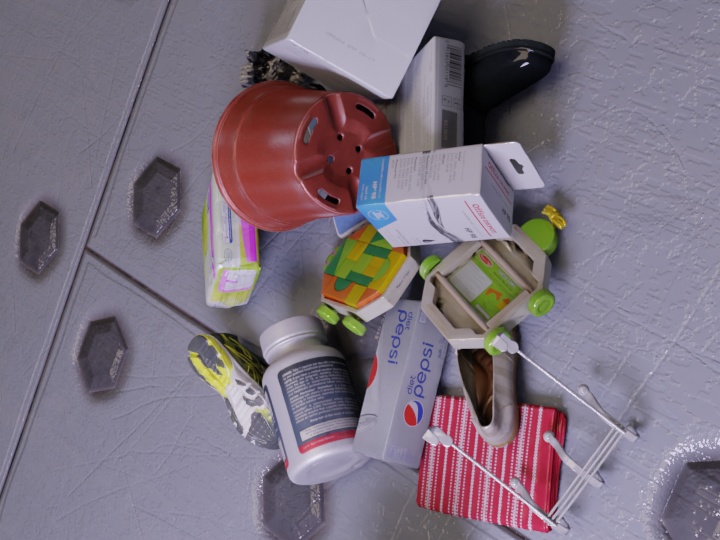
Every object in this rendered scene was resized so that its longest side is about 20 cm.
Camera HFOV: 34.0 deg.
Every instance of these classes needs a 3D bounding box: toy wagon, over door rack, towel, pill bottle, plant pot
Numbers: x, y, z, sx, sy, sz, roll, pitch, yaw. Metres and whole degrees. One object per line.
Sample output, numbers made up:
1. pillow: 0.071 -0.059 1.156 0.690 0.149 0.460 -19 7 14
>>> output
1. toy wagon: 0.000 0.000 1.550 0.156 0.040 0.199 -55 32 -11
2. over door rack: 0.192 0.179 1.329 0.199 0.067 0.149 35 100 0
3. towel: 0.156 0.230 1.430 0.198 0.022 0.147 2 83 41
4. pill bottle: -0.065 0.168 1.564 0.119 0.119 0.202 -34 62 30
5. plant pot: -0.064 -0.148 1.515 0.194 0.198 0.204 8 87 60
6. toy wagon: 0.168 0.005 1.413 0.199 0.040 0.155 -40 51 -1

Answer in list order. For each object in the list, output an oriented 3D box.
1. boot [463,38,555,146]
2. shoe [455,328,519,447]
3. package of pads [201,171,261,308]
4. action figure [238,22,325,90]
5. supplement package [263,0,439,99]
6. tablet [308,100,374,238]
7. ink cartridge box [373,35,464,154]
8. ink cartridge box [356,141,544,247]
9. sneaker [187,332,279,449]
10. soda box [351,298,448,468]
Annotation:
1. boot: 0.155 -0.185 1.467 0.198 0.076 0.171 -6 74 46
2. shoe: 0.152 0.110 1.418 0.069 0.053 0.203 -25 55 30
3. package of pads: -0.185 -0.041 1.677 0.200 0.067 0.157 125 142 -70
4. action figure: -0.115 -0.300 1.702 0.198 0.102 0.120 21 81 41
5. supplement package: -0.015 -0.321 1.516 0.152 0.150 0.200 -63 15 0
6. tablet: -0.007 -0.160 1.644 0.129 0.014 0.203 -31 62 32
7. ink cartridge box: 0.069 -0.177 1.495 0.200 0.049 0.165 140 136 -62
8. ink cartridge box: 0.108 -0.087 1.391 0.197 0.116 0.068 -4 64 26
9. sneaker: -0.158 0.161 1.676 0.201 0.084 0.074 52 123 10
10. soda box: 0.054 0.140 1.484 0.068 0.063 0.203 6 80 53
